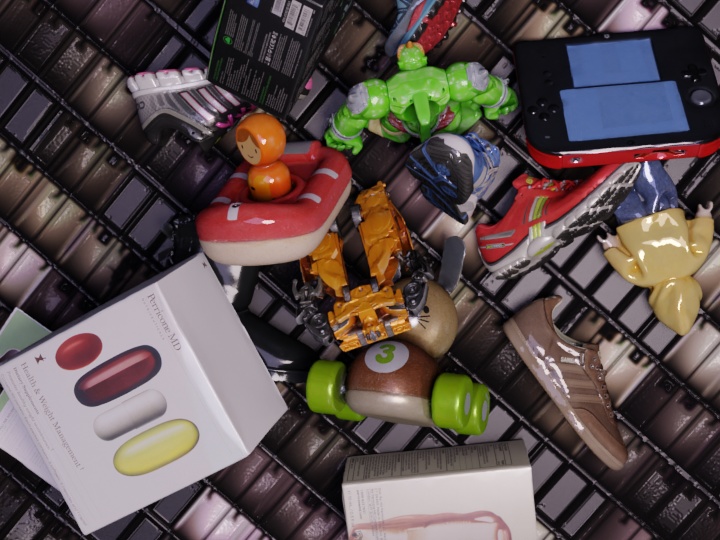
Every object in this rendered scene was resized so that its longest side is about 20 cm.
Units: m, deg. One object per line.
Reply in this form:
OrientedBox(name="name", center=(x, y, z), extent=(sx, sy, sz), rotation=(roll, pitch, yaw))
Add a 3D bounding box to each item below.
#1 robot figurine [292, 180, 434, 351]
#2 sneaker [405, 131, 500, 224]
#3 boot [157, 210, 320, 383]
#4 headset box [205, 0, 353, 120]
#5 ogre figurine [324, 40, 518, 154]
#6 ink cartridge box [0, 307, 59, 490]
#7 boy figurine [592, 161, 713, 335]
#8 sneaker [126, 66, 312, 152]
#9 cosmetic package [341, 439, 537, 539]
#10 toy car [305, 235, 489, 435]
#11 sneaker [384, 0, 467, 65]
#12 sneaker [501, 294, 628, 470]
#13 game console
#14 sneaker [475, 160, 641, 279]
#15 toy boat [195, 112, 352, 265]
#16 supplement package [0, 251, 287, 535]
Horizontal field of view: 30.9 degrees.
OrientedBox(name="robot figurine", center=(0.000, 0.000, 1.323), extent=(0.144, 0.201, 0.058), rotation=(-18, 136, 6))
OrientedBox(name="sneaker", center=(0.097, -0.109, 1.306), extent=(0.075, 0.200, 0.077), rotation=(35, 86, 8))
OrientedBox(name="boot", center=(-0.124, 0.027, 1.391), extent=(0.196, 0.073, 0.164), rotation=(11, 93, 2))
OrientedBox(name="headset box", center=(-0.056, -0.283, 1.267), extent=(0.092, 0.174, 0.201), rotation=(27, 57, 0))
OrientedBox(name="ogre figurine", center=(0.062, -0.170, 1.327), extent=(0.198, 0.120, 0.099), rotation=(8, 78, 5))
OrientedBox(name="ink cartridge box", center=(-0.326, 0.152, 1.424), extent=(0.199, 0.048, 0.146), rotation=(36, 96, 0))
OrientedBox(name="boy figurine", center=(0.315, -0.033, 1.364), extent=(0.123, 0.064, 0.201), rotation=(-23, 96, 8))
OrientedBox(name="sneaker", center=(-0.145, -0.170, 1.368), extent=(0.198, 0.074, 0.088), rotation=(-4, 96, 8))
OrientedBox(name="cosmetic package", center=(0.084, 0.243, 1.387), extent=(0.198, 0.103, 0.088), rotation=(-7, 98, 5))
OrientedBox(name="toy car", center=(0.050, 0.059, 1.354), extent=(0.163, 0.158, 0.202), rotation=(4, 80, 19))
OrientedBox(name="sneaker", center=(0.068, -0.312, 1.352), extent=(0.095, 0.079, 0.201), rotation=(30, 99, 22))
OrientedBox(name="sneaker", center=(0.235, 0.118, 1.381), extent=(0.075, 0.070, 0.201), rotation=(-37, 94, 5))
OrientedBox(name="game console", center=(0.259, -0.179, 1.314), extent=(0.198, 0.031, 0.178), rotation=(-4, 53, 3))
OrientedBox(name="sneaker", center=(0.194, -0.069, 1.337), extent=(0.200, 0.077, 0.085), rotation=(-37, 73, 29))
OrientedBox(name="toy boat", center=(-0.092, -0.093, 1.295), extent=(0.129, 0.200, 0.132), rotation=(-2, 121, 20))
OrientedBox(name="supplement package", center=(-0.216, 0.120, 1.305), extent=(0.199, 0.147, 0.192), rotation=(-28, 95, 16))
